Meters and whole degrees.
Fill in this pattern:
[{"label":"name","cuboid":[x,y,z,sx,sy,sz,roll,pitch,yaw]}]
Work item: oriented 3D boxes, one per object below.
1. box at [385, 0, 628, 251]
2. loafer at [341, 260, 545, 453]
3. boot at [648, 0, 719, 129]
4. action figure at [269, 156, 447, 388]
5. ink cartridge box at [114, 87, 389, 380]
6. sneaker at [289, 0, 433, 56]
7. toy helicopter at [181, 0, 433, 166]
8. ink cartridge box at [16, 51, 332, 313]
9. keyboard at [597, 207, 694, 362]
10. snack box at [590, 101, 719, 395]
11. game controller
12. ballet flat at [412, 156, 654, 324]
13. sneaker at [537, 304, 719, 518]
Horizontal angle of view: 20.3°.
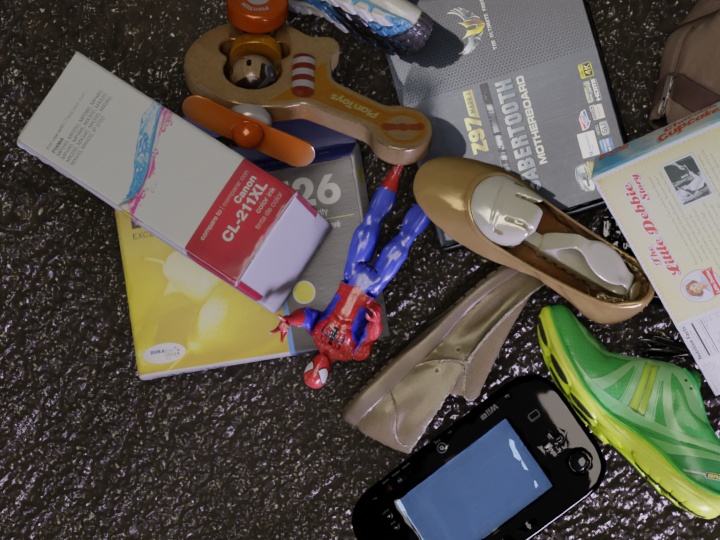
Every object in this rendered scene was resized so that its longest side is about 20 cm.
[{"label":"box","cuboid":[0.112,-0.130,1.525,0.157,0.051,0.201,-16,86,12]},{"label":"loafer","cuboid":[0.075,0.060,1.522,0.200,0.076,0.067,-42,96,3]},{"label":"boot","cuboid":[0.280,-0.155,1.436,0.070,0.200,0.147,25,88,-17]},{"label":"action figure","cuboid":[0.000,0.000,1.480,0.065,0.099,0.201,27,100,11]},{"label":"ink cartridge box","cuboid":[-0.090,-0.029,1.564,0.196,0.047,0.201,-10,90,10]},{"label":"sneaker","cuboid":[-0.009,-0.228,1.506,0.200,0.075,0.087,32,82,41]},{"label":"toy helicopter","cuboid":[-0.042,-0.124,1.473,0.199,0.079,0.132,24,49,17]},{"label":"ink cartridge box","cuboid":[-0.134,-0.063,1.477,0.199,0.146,0.083,33,88,12]},{"label":"keyboard","cuboid":[0.274,0.016,1.515,0.199,0.021,0.128,4,90,10]},{"label":"snack box","cuboid":[0.263,-0.015,1.443,0.116,0.037,0.201,-23,110,24]},{"label":"game controller","cuboid":[0.088,0.169,1.523,0.200,0.042,0.105,-39,85,14]},{"label":"ballet flat","cuboid":[0.132,-0.028,1.462,0.199,0.063,0.069,29,72,-17]},{"label":"sneaker","cuboid":[0.211,0.096,1.505,0.084,0.074,0.200,-44,84,-8]}]
